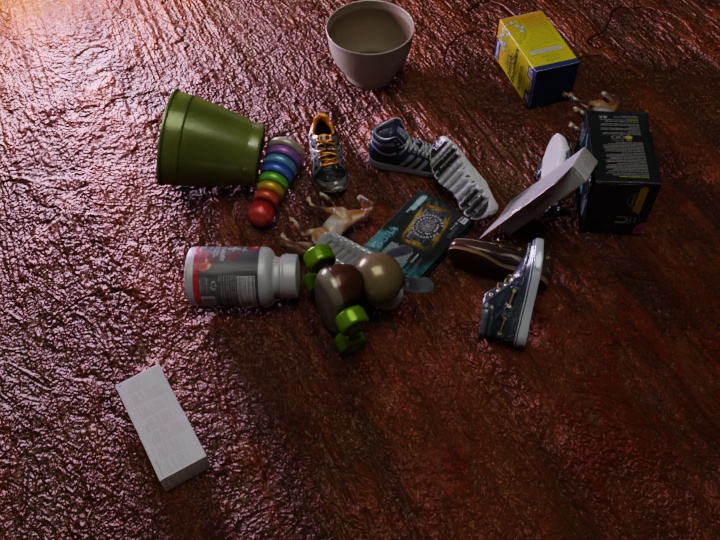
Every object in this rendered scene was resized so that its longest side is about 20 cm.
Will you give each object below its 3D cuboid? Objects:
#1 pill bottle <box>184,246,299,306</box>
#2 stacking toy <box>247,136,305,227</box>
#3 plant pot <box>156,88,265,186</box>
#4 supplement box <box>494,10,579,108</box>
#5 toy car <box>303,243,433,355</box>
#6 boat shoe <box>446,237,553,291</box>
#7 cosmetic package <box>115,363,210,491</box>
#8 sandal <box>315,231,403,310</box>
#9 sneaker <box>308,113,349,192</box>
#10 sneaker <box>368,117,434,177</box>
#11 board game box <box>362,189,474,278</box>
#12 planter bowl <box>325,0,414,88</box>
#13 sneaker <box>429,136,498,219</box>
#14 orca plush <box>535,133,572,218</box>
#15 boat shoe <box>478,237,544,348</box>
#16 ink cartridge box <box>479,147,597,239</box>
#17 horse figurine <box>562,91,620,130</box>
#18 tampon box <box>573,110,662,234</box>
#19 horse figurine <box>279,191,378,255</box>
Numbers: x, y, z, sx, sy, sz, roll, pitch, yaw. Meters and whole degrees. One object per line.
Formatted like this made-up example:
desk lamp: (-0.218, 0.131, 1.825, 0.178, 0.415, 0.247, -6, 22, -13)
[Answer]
pill bottle: (-0.215, 0.011, 1.447, 0.200, 0.111, 0.111, 0, 53, 1)
stacking toy: (-0.180, -0.176, 1.609, 0.085, 0.085, 0.200, 11, 58, 9)
plant pot: (-0.299, -0.253, 1.611, 0.193, 0.200, 0.201, 11, 53, -5)
supplement box: (0.401, -0.486, 1.806, 0.109, 0.109, 0.200, -14, 54, -9)
toy car: (0.020, 0.026, 1.401, 0.200, 0.158, 0.164, -22, 64, -15)
boat shoe: (0.266, -0.023, 1.488, 0.200, 0.070, 0.070, 20, 63, 5)
cosmetic package: (-0.329, 0.258, 1.302, 0.082, 0.051, 0.200, -25, 56, -19)
sandal: (0.005, -0.006, 1.487, 0.203, 0.050, 0.082, 41, 99, 13)
sneaker: (-0.074, -0.247, 1.658, 0.078, 0.077, 0.200, -11, 55, -9)
sneaker: (0.115, -0.258, 1.641, 0.200, 0.109, 0.070, 5, 54, 5)
board game box: (0.112, -0.064, 1.547, 0.135, 0.028, 0.200, 33, 61, 23)
planter bowl: (0.022, -0.509, 1.815, 0.200, 0.135, 0.200, 0, 53, 0)
sneaker: (0.210, -0.185, 1.593, 0.081, 0.075, 0.200, -1, 56, -53)
orca plush: (0.419, -0.186, 1.607, 0.071, 0.105, 0.200, 22, 47, -21)
boat shoe: (0.270, 0.033, 1.406, 0.091, 0.071, 0.200, 12, 84, 13)
ink cartridge box: (0.332, -0.130, 1.466, 0.045, 0.200, 0.176, 48, 43, -3)
horse figurine: (0.512, -0.336, 1.706, 0.132, 0.050, 0.200, 18, 39, -10)
tampon box: (0.504, -0.195, 1.561, 0.126, 0.150, 0.200, 3, 54, 4)
horse figurine: (-0.072, -0.088, 1.555, 0.132, 0.050, 0.200, 29, 59, 21)
